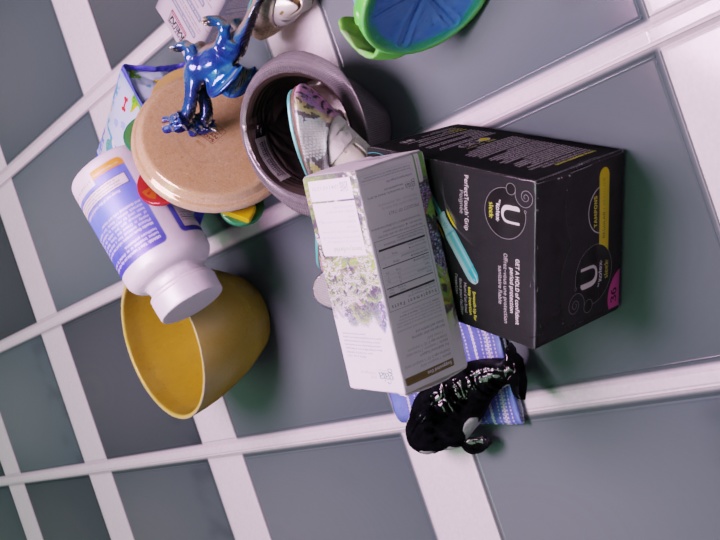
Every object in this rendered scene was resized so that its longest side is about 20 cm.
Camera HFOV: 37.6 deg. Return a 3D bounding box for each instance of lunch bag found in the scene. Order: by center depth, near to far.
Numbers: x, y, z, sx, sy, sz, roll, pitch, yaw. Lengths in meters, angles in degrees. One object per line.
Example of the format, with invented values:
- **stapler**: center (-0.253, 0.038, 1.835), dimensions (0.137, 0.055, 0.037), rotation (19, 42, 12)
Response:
- **lunch bag**: center (-0.246, -0.143, 1.375), dimensions (0.201, 0.127, 0.170), rotation (60, 142, 29)

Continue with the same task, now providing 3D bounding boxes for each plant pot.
- **plant pot**: center (-0.205, 0.078, 1.402), dimensions (0.200, 0.142, 0.201), rotation (23, 121, 44)

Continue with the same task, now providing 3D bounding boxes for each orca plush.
- **orca plush**: center (0.095, 0.150, 1.096), dimensions (0.200, 0.071, 0.106), rotation (-25, 88, 51)

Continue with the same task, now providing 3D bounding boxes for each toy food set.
- **toy food set**: center (-0.174, -0.148, 1.234), dimensions (0.199, 0.199, 0.049), rotation (22, 153, 4)

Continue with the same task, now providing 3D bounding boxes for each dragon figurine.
- **dragon figurine**: center (-0.145, -0.223, 1.157), dimensions (0.199, 0.059, 0.100), rotation (-30, 83, 25)

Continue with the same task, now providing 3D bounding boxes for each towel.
- **towel**: center (0.086, 0.100, 1.150), dimensions (0.200, 0.024, 0.146), rotation (-10, 98, 52)

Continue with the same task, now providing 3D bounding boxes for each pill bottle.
- **pill bottle**: center (-0.248, -0.041, 1.257), dimensions (0.201, 0.112, 0.112), rotation (58, 141, 11)

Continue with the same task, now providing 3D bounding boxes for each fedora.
- **fedora**: center (-0.036, -0.151, 1.139), dimensions (0.199, 0.090, 0.178), rotation (6, 111, 42)

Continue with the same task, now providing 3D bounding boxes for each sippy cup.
- **sippy cup**: center (0.035, -0.292, 0.973), dimensions (0.177, 0.140, 0.131), rotation (-36, 60, 12)

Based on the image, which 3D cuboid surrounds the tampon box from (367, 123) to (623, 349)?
- **tampon box**: center (0.121, -0.040, 0.963), dimensions (0.199, 0.126, 0.151), rotation (19, 120, 45)

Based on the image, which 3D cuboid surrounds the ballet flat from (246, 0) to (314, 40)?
- **ballet flat**: center (-0.071, -0.315, 1.138), dimensions (0.062, 0.067, 0.200), rotation (44, 136, 17)

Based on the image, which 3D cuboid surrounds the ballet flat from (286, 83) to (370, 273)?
- **ballet flat**: center (-0.020, -0.088, 1.045), dimensions (0.071, 0.069, 0.201), rotation (0, 112, 24)

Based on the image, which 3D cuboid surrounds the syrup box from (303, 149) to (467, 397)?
- **syrup box**: center (0.022, 0.003, 0.933), dimensions (0.079, 0.081, 0.201), rotation (-1, 106, 53)

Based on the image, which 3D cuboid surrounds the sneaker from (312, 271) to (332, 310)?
- **sneaker**: center (0.000, 0.000, 1.153), dimensions (0.200, 0.086, 0.078), rotation (-17, 73, 49)

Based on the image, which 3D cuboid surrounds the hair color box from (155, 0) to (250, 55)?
- **hair color box**: center (-0.166, -0.342, 1.246), dimensions (0.099, 0.060, 0.200), rotation (59, 140, 15)
